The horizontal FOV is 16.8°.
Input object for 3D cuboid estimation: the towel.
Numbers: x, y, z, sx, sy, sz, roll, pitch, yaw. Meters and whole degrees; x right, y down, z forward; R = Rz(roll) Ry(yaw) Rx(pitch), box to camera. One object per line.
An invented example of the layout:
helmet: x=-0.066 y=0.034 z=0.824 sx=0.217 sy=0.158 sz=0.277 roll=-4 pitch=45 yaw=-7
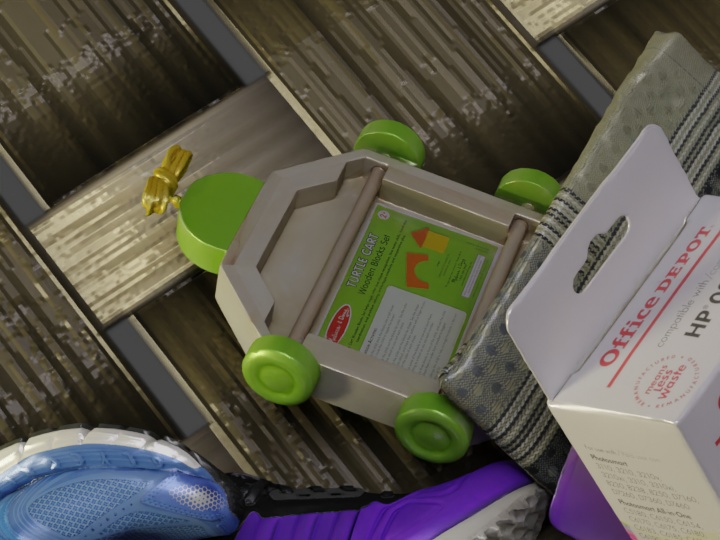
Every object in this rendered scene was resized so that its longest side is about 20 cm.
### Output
towel: x=0.146 y=0.029 z=1.032 sx=0.192 sy=0.034 sz=0.201 roll=40 pitch=69 yaw=-14

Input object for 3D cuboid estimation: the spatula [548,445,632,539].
spatula: x=0.087 y=0.149 z=0.974 sx=0.056 sy=0.021 sz=0.202 roll=19 pitch=86 yaw=-10

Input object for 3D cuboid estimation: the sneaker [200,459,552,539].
sneaker: x=-0.018 y=0.114 z=0.995 sx=0.199 sy=0.070 sz=0.100 roll=-29 pitch=61 yaw=-21

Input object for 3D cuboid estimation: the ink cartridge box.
ink cartridge box: x=0.149 y=0.054 z=0.934 sx=0.068 sy=0.201 sz=0.115 roll=7 pitch=50 yaw=48

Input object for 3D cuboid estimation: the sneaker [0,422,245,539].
sneaker: x=-0.138 y=0.122 z=0.962 sx=0.198 sy=0.079 sz=0.090 roll=-16 pitch=64 yaw=12

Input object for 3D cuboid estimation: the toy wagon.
toy wagon: x=0.000 y=0.000 z=1.053 sx=0.199 sy=0.040 sz=0.156 roll=20 pitch=47 yaw=8
